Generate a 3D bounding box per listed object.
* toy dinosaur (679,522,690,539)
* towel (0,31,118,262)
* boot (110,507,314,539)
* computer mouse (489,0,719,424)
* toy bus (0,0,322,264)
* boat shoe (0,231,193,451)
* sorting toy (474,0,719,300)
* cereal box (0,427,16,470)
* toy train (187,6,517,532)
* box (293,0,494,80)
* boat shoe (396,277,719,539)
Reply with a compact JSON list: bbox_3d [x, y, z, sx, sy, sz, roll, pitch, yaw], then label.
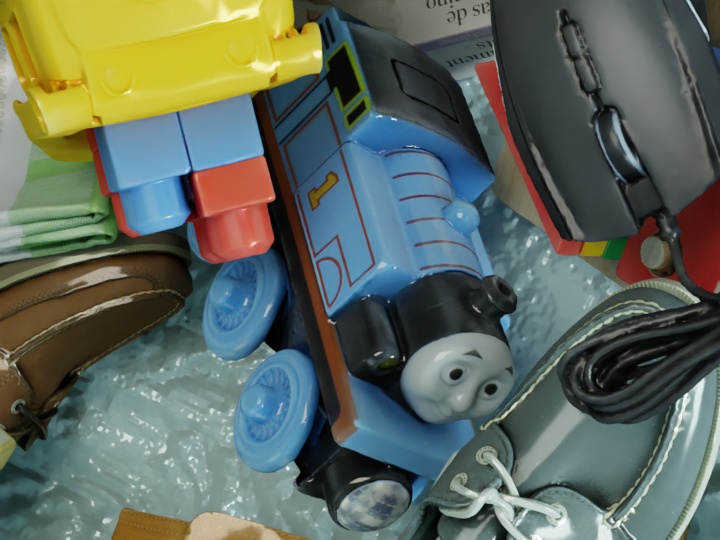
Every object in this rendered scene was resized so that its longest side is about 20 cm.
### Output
[{"bbox_3d":[0.100,0.085,0.795,0.106,0.060,0.200,26,77,-1],"label":"toy dinosaur"},{"bbox_3d":[-0.185,-0.067,0.911,0.200,0.031,0.150,-9,62,22],"label":"towel"},{"bbox_3d":[-0.038,0.169,0.803,0.201,0.071,0.144,16,80,34],"label":"boot"},{"bbox_3d":[0.104,-0.062,0.681,0.140,0.046,0.200,-22,61,29],"label":"computer mouse"},{"bbox_3d":[-0.083,-0.095,0.800,0.135,0.200,0.192,-16,96,-12],"label":"toy bus"},{"bbox_3d":[-0.150,0.046,0.910,0.200,0.072,0.068,-24,67,25],"label":"boat shoe"},{"bbox_3d":[0.126,-0.076,0.758,0.199,0.069,0.200,39,116,43],"label":"sorting toy"},{"bbox_3d":[-0.254,0.064,0.892,0.200,0.040,0.144,38,114,9],"label":"cereal box"},{"bbox_3d":[0.000,0.000,0.817,0.114,0.087,0.200,-45,40,28],"label":"toy train"},{"bbox_3d":[0.002,-0.096,0.908,0.200,0.041,0.039,-12,67,19],"label":"box"},{"bbox_3d":[0.052,0.091,0.719,0.073,0.062,0.200,39,106,21],"label":"boat shoe"}]
